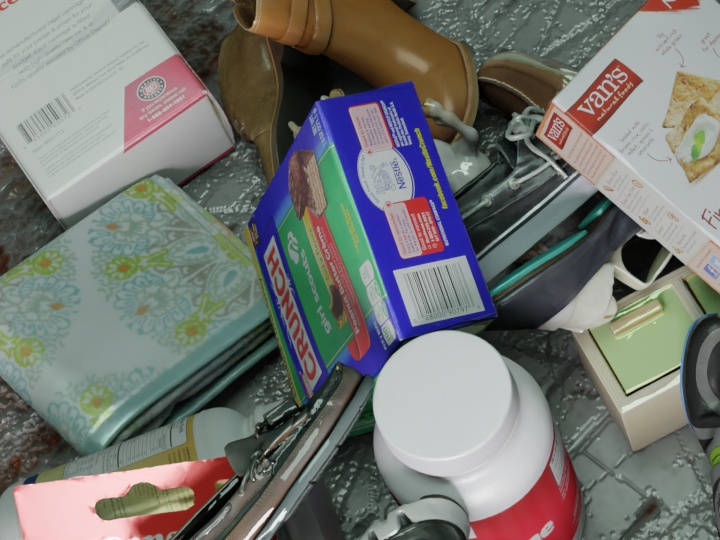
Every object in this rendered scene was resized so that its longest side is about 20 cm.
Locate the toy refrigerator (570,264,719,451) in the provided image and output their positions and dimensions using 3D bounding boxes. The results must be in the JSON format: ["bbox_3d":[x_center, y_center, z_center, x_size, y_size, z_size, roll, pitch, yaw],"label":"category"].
[{"bbox_3d":[0.245,0.031,1.443,0.199,0.070,0.076,-28,59,0],"label":"toy refrigerator"}]

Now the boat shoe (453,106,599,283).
[{"bbox_3d":[0.117,-0.072,1.456,0.199,0.074,0.068,-41,103,5],"label":"boat shoe"}]

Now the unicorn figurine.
[{"bbox_3d":[0.051,-0.066,1.531,0.200,0.137,0.074,33,84,43],"label":"unicorn figurine"}]

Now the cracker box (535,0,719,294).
[{"bbox_3d":[0.230,-0.077,1.395,0.200,0.058,0.134,41,69,9],"label":"cracker box"}]

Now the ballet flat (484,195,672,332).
[{"bbox_3d":[0.155,-0.006,1.420,0.073,0.073,0.200,35,60,29],"label":"ballet flat"}]

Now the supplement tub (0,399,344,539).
[{"bbox_3d":[-0.120,0.175,1.423,0.199,0.145,0.145,-20,58,4],"label":"supplement tub"}]

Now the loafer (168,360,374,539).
[{"bbox_3d":[-0.069,0.132,1.291,0.063,0.072,0.200,34,87,0],"label":"loafer"}]

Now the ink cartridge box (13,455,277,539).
[{"bbox_3d":[-0.120,0.221,1.338,0.160,0.201,0.050,-8,19,0],"label":"ink cartridge box"}]

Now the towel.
[{"bbox_3d":[-0.159,0.032,1.546,0.200,0.048,0.171,-36,56,-24],"label":"towel"}]

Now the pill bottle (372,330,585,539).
[{"bbox_3d":[0.072,0.119,1.366,0.112,0.200,0.113,-7,60,12],"label":"pill bottle"}]

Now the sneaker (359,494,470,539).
[{"bbox_3d":[-0.014,0.214,1.266,0.200,0.067,0.091,-35,33,6],"label":"sneaker"}]

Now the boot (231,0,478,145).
[{"bbox_3d":[-0.012,-0.164,1.573,0.074,0.154,0.200,-58,43,27],"label":"boot"}]

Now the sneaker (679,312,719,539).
[{"bbox_3d":[0.247,0.122,1.358,0.070,0.083,0.201,-8,78,-4],"label":"sneaker"}]

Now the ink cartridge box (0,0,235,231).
[{"bbox_3d":[-0.209,-0.139,1.657,0.146,0.083,0.200,-35,59,-4],"label":"ink cartridge box"}]

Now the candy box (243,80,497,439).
[{"bbox_3d":[0.000,0.000,1.432,0.077,0.200,0.170,-12,70,-21],"label":"candy box"}]

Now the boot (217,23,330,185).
[{"bbox_3d":[-0.060,-0.107,1.621,0.075,0.073,0.201,-27,57,34],"label":"boot"}]

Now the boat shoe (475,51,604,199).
[{"bbox_3d":[0.153,-0.088,1.533,0.200,0.076,0.072,31,76,30],"label":"boat shoe"}]
